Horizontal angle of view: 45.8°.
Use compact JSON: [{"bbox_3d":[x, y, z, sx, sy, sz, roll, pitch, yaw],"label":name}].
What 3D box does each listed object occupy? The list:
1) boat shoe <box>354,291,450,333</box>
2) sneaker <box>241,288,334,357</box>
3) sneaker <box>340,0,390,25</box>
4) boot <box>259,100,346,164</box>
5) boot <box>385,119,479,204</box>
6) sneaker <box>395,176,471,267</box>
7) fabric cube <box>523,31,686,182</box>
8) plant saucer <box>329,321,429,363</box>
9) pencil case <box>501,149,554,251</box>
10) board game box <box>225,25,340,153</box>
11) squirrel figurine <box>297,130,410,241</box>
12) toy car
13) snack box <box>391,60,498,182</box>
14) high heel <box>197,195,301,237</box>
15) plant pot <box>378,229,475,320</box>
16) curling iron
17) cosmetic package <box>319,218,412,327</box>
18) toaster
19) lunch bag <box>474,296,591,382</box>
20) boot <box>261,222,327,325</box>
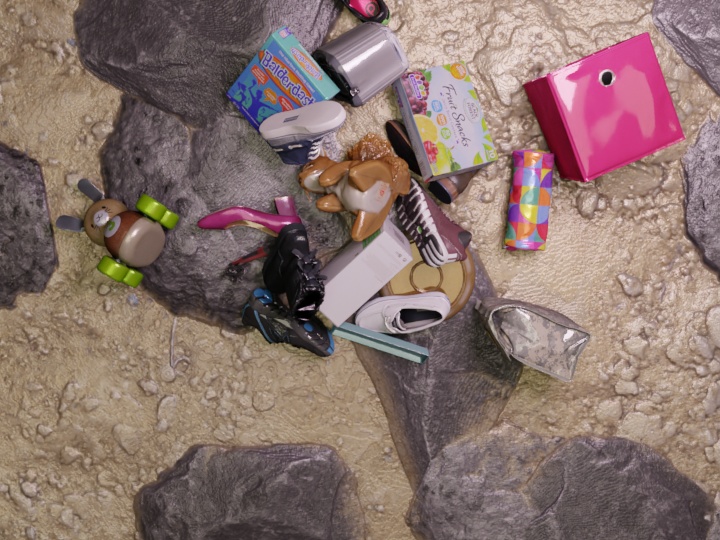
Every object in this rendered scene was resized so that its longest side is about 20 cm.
[{"bbox_3d":[0.075,0.088,1.653,0.199,0.065,0.074,-17,110,23],"label":"boat shoe"},{"bbox_3d":[-0.143,0.116,1.693,0.199,0.073,0.082,34,119,-2],"label":"sneaker"},{"bbox_3d":[-0.021,-0.533,1.587,0.200,0.084,0.077,38,96,-4],"label":"sneaker"},{"bbox_3d":[-0.087,-0.242,1.527,0.090,0.199,0.073,53,56,-34],"label":"boot"},{"bbox_3d":[0.139,-0.230,1.647,0.097,0.075,0.200,-39,87,-19],"label":"boot"},{"bbox_3d":[0.148,-0.092,1.647,0.115,0.076,0.201,0,58,-36],"label":"sneaker"},{"bbox_3d":[0.438,-0.293,1.555,0.195,0.200,0.200,-22,98,2],"label":"fabric cube"},{"bbox_3d":[0.038,0.140,1.689,0.199,0.070,0.019,17,69,-2],"label":"plant saucer"},{"bbox_3d":[0.321,-0.132,1.637,0.088,0.088,0.201,7,97,0],"label":"pencil case"},{"bbox_3d":[-0.147,-0.329,1.574,0.152,0.045,0.200,48,139,-4],"label":"board game box"},{"bbox_3d":[-0.014,-0.175,1.609,0.200,0.186,0.142,-34,130,-33],"label":"squirrel figurine"},{"bbox_3d":[-0.482,-0.090,1.630,0.199,0.158,0.165,30,85,9],"label":"toy car"},{"bbox_3d":[0.157,-0.279,1.592,0.141,0.053,0.201,-17,84,-21],"label":"snack box"},{"bbox_3d":[-0.213,-0.080,1.656,0.199,0.067,0.097,-12,87,-1],"label":"high heel"},{"bbox_3d":[0.130,0.011,1.687,0.199,0.027,0.201,0,97,0],"label":"plant pot"},{"bbox_3d":[-0.181,-0.028,1.663,0.199,0.026,0.050,-26,73,17],"label":"curling iron"},{"bbox_3d":[0.000,0.000,1.626,0.200,0.108,0.085,-42,108,14],"label":"cosmetic package"},{"bbox_3d":[0.002,-0.377,1.549,0.129,0.200,0.114,-35,114,-4],"label":"toaster"},{"bbox_3d":[0.315,0.118,1.628,0.199,0.164,0.118,23,96,-2],"label":"lunch bag"},{"bbox_3d":[-0.123,0.027,1.589,0.073,0.163,0.199,-2,142,-24],"label":"boot"}]
